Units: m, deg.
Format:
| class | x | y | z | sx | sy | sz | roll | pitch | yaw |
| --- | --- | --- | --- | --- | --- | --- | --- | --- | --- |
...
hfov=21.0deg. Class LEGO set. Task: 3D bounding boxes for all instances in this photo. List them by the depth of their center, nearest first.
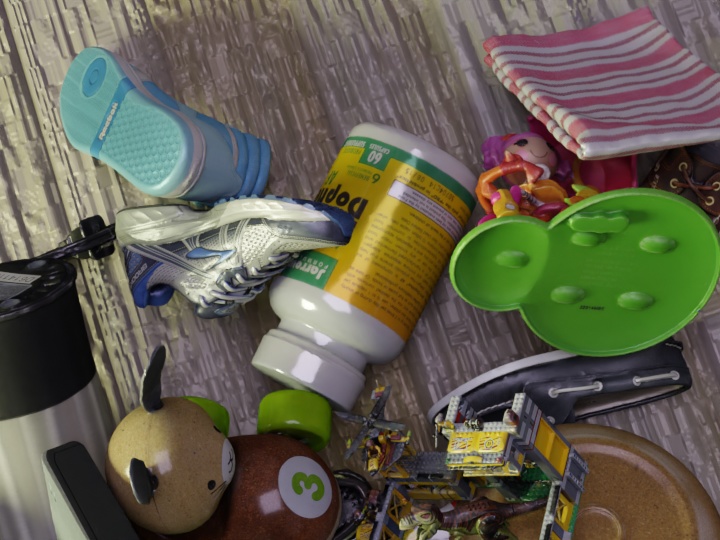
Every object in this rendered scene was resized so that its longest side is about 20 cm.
| class | x | y | z | sx | sy | sz | roll | pitch | yaw |
| --- | --- | --- | --- | --- | --- | --- | --- | --- | --- |
| LEGO set | 0.053 | 0.155 | 1.301 | 0.200 | 0.116 | 0.154 | 4 | 59 | 39 |

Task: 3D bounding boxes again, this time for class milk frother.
| class | x | y | z | sx | sy | sz | roll | pitch | yaw |
| --- | --- | --- | --- | --- | --- | --- | --- | --- | --- |
| milk frother | -0.225 | 0.077 | 1.445 | 0.200 | 0.180 | 0.189 | -25 | 114 | -31 |

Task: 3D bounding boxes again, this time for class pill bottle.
| class | x | y | z | sx | sy | sz | roll | pitch | yaw |
| --- | --- | --- | --- | --- | --- | --- | --- | --- | --- |
| pill bottle | 0.000 | 0.000 | 1.454 | 0.113 | 0.113 | 0.200 | 26 | 80 | 8 |

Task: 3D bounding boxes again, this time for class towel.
| class | x | y | z | sx | sy | sz | roll | pitch | yaw |
| --- | --- | --- | --- | --- | --- | --- | --- | --- | --- |
| towel | 0.192 | -0.141 | 1.443 | 0.146 | 0.200 | 0.030 | -12 | 121 | -15 |

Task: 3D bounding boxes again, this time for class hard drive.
| class | x | y | z | sx | sy | sz | roll | pitch | yaw |
| --- | --- | --- | --- | --- | --- | --- | --- | --- | --- |
| hard drive | -0.168 | 0.234 | 1.327 | 0.033 | 0.200 | 0.140 | -20 | 42 | -20 |

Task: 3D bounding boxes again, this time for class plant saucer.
| class | x | y | z | sx | sy | sz | roll | pitch | yaw |
| --- | --- | --- | --- | --- | --- | --- | --- | --- | --- |
| plant saucer | 0.162 | 0.189 | 1.358 | 0.200 | 0.035 | 0.201 | 1 | 59 | -2 |

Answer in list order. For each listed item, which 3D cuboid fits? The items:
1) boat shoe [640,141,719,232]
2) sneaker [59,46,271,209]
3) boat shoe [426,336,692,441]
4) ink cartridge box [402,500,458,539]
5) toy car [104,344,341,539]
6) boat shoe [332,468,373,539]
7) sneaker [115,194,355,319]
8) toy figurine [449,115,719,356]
| class | x | y | z | sx | sy | sz | roll | pitch | yaw |
| --- | --- | --- | --- | --- | --- | --- | --- | --- | --- |
| boat shoe | 0.259 | -0.077 | 1.482 | 0.070 | 0.070 | 0.200 | 26 | 81 | 7 |
| sneaker | -0.145 | -0.101 | 1.509 | 0.200 | 0.130 | 0.080 | 44 | 109 | 44 |
| boat shoe | 0.150 | 0.093 | 1.446 | 0.199 | 0.076 | 0.060 | -21 | 72 | -1 |
| ink cartridge box | 0.064 | 0.241 | 1.419 | 0.200 | 0.067 | 0.116 | -31 | 80 | -5 |
| toy car | -0.110 | 0.136 | 1.330 | 0.157 | 0.200 | 0.165 | -5 | 60 | 15 |
| boat shoe | -0.083 | 0.200 | 1.440 | 0.201 | 0.061 | 0.072 | -23 | 78 | -3 |
| sneaker | -0.089 | -0.008 | 1.414 | 0.200 | 0.077 | 0.085 | -5 | 84 | 33 |
| toy figurine | 0.146 | -0.053 | 1.433 | 0.199 | 0.150 | 0.184 | 4 | 38 | -14 |
